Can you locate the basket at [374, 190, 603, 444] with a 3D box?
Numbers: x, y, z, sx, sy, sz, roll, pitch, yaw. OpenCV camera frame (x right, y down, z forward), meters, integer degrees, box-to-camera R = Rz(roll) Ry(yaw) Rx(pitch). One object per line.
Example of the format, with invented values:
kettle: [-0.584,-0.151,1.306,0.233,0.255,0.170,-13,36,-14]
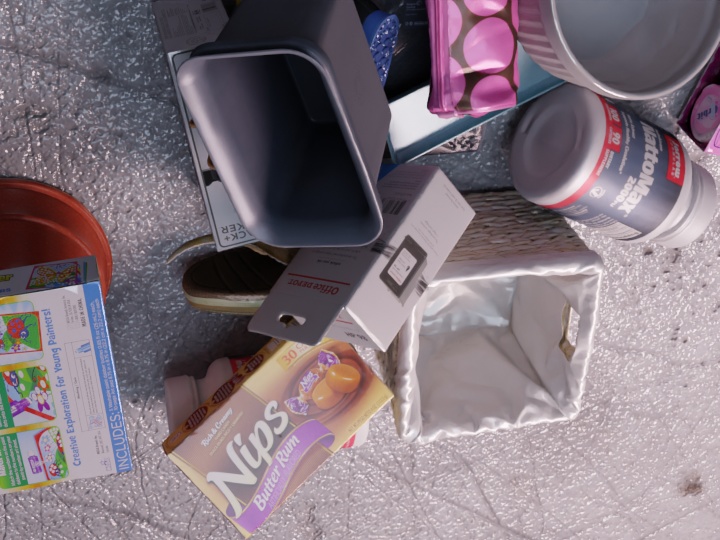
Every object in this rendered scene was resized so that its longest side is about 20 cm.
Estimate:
basket: [0.115,0.041,1.335,0.198,0.161,0.200,-6,124,-14]

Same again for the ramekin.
ramekin: [0.221,-0.254,1.172,0.199,0.105,0.202,-6,103,-25]

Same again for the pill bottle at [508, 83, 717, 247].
pill bottle: [0.255,-0.095,1.310,0.199,0.120,0.120,19,115,-34]

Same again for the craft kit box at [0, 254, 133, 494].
craft kit box: [-0.295,0.095,1.076,0.196,0.049,0.201,-11,125,-13]

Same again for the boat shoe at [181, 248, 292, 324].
boat shoe: [-0.079,0.025,1.325,0.198,0.072,0.077,-4,136,-15]

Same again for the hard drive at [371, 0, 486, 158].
hard drive: [0.059,-0.202,1.229,0.134,0.042,0.201,-6,125,-13]

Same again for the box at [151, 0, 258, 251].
box: [-0.127,-0.132,1.173,0.060,0.117,0.201,-15,127,-6]

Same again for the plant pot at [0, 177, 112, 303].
plant pot: [-0.314,0.053,1.189,0.199,0.196,0.202,-8,125,-12]

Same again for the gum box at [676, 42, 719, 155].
gum box: [0.418,-0.206,1.321,0.113,0.066,0.201,12,118,-25]

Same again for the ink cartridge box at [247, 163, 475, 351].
ink cartridge box: [0.000,0.000,1.198,0.067,0.115,0.201,47,68,-32]

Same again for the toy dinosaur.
toy dinosaur: [-0.088,-0.033,1.259,0.198,0.101,0.059,11,119,-23]

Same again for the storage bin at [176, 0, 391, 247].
storage bin: [-0.053,-0.135,1.067,0.144,0.135,0.201,-1,136,22]

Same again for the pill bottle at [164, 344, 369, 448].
pill bottle: [-0.098,0.139,1.365,0.198,0.111,0.111,-7,124,-13]

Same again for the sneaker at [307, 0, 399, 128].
sneaker: [-0.028,-0.159,1.194,0.070,0.078,0.201,-34,150,-51]

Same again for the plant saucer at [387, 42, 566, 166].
plant saucer: [0.107,-0.168,1.230,0.199,0.019,0.070,-28,131,-11]

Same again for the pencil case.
pencil case: [0.088,-0.226,1.129,0.090,0.094,0.202,7,118,28]

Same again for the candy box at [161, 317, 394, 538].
candy box: [-0.080,0.144,1.284,0.200,0.056,0.117,-43,104,-7]

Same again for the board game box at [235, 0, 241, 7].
board game box: [-0.079,-0.184,1.165,0.030,0.096,0.201,-4,125,10]
